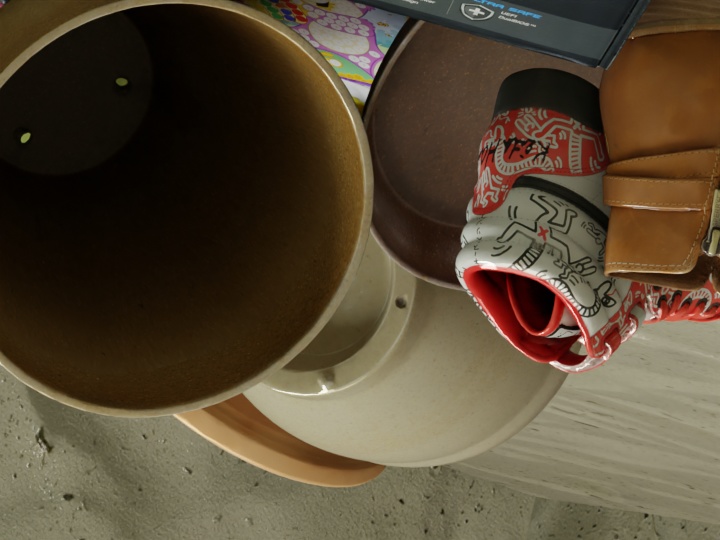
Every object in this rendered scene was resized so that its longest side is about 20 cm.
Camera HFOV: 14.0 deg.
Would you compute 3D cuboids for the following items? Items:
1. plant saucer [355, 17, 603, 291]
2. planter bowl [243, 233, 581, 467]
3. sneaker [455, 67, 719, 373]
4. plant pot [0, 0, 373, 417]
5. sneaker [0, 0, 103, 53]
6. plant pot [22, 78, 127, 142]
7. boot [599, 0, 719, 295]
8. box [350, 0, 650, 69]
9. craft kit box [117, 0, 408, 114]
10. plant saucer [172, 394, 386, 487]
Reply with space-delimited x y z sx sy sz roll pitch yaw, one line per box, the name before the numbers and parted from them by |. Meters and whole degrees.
plant saucer | 0.083 -0.079 1.310 0.200 0.200 0.034 22 -157 -43
planter bowl | 0.000 0.000 1.448 0.200 0.200 0.135 11 -176 24
sneaker | 0.119 0.006 1.290 0.067 0.108 0.201 -8 146 46
plant pot | -0.115 -0.058 1.308 0.186 0.187 0.200 19 -168 -26
sneaker | -0.206 -0.141 1.461 0.200 0.075 0.081 39 -139 20
plant pot | -0.166 -0.096 1.604 0.184 0.201 0.200 5 174 -11
boot | 0.199 -0.057 1.223 0.200 0.155 0.074 6 169 14
box | 0.027 -0.155 1.143 0.200 0.046 0.159 15 156 -6
craft kit box | -0.035 -0.138 1.345 0.200 0.049 0.198 10 152 27
plant saucer | -0.060 0.040 1.615 0.200 0.037 0.200 31 -159 -13
